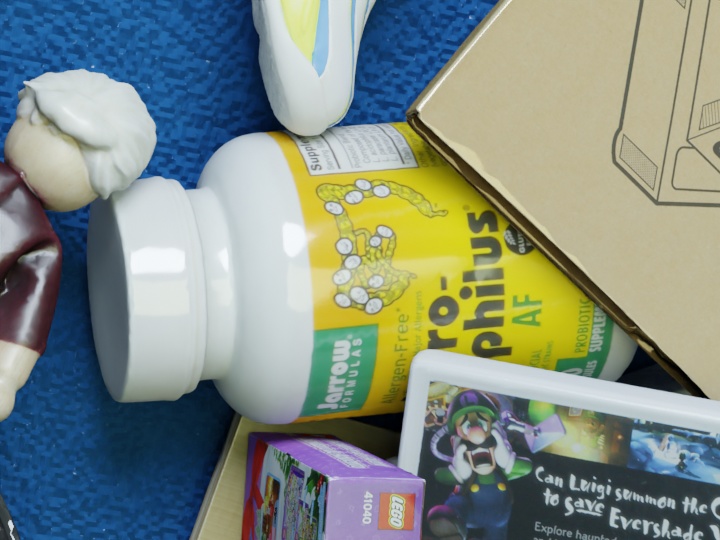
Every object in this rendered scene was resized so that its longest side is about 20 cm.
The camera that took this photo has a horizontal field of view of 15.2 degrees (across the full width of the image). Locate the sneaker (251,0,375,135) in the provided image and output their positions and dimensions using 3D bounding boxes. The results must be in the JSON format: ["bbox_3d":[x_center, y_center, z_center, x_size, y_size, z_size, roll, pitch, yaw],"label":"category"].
[{"bbox_3d":[0.011,-0.150,1.018,0.105,0.076,0.201,-1,82,-5],"label":"sneaker"}]

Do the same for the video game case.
[{"bbox_3d":[0.105,0.133,0.993,0.200,0.023,0.182,10,105,11],"label":"video game case"}]

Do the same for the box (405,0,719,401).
[{"bbox_3d":[0.136,-0.076,1.015,0.163,0.021,0.200,43,75,-12],"label":"box"}]

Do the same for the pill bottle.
[{"bbox_3d":[0.000,0.000,1.039,0.200,0.113,0.113,-4,98,-17],"label":"pill bottle"}]

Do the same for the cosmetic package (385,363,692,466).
[{"bbox_3d":[0.118,0.095,1.089,0.200,0.074,0.102,-19,98,-24],"label":"cosmetic package"}]

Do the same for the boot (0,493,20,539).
[{"bbox_3d":[-0.179,0.179,1.012,0.131,0.070,0.201,-8,95,-12],"label":"boot"}]

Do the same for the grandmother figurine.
[{"bbox_3d":[-0.157,-0.003,0.959,0.200,0.061,0.121,-40,103,-14],"label":"grandmother figurine"}]

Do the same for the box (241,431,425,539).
[{"bbox_3d":[-0.017,0.166,1.005,0.039,0.137,0.201,3,93,-15],"label":"box"}]

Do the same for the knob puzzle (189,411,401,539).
[{"bbox_3d":[0.011,0.160,1.104,0.219,0.030,0.220,-1,93,-20],"label":"knob puzzle"}]
